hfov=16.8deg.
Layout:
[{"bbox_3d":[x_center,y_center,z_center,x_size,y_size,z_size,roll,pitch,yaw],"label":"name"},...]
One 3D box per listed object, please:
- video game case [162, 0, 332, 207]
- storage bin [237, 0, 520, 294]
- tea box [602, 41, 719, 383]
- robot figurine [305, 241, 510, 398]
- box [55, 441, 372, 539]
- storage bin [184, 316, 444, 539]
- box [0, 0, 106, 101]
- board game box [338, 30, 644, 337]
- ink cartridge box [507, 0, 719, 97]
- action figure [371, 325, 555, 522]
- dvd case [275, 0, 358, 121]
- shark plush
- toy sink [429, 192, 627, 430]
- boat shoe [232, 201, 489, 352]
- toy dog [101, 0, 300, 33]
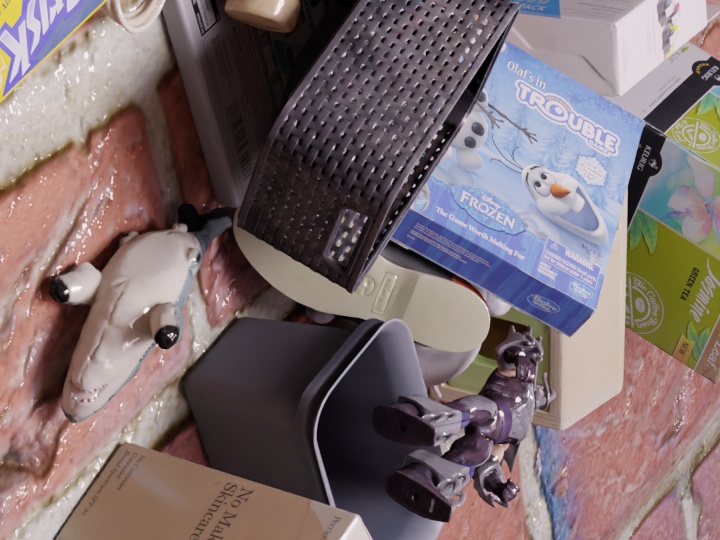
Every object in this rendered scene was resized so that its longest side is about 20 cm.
[{"bbox_3d":[-0.065,-0.175,1.692,0.182,0.022,0.201,-48,136,-39],"label":"video game case"},{"bbox_3d":[0.012,-0.102,1.617,0.200,0.094,0.135,-56,174,-34],"label":"storage bin"},{"bbox_3d":[0.279,-0.053,2.051,0.134,0.196,0.200,-42,157,-44],"label":"tea box"},{"bbox_3d":[0.040,0.002,1.829,0.169,0.113,0.201,0,103,-21],"label":"robot figurine"},{"bbox_3d":[-0.090,0.191,1.607,0.095,0.199,0.078,-57,142,-30],"label":"box"},{"bbox_3d":[-0.031,0.118,1.738,0.146,0.134,0.201,-50,139,-37],"label":"storage bin"},{"bbox_3d":[-0.225,-0.142,1.413,0.200,0.064,0.070,-51,139,-37],"label":"box"},{"bbox_3d":[0.097,-0.080,1.768,0.043,0.199,0.199,-49,-164,47],"label":"board game box"},{"bbox_3d":[0.210,-0.218,2.020,0.200,0.115,0.068,-39,131,-46],"label":"ink cartridge box"},{"bbox_3d":[0.087,0.112,1.731,0.200,0.069,0.131,-22,117,-54],"label":"action figure"},{"bbox_3d":[-0.003,-0.179,1.683,0.200,0.018,0.143,-58,175,-27],"label":"dvd case"},{"bbox_3d":[-0.148,0.013,1.623,0.200,0.090,0.084,-71,174,-50],"label":"shark plush"},{"bbox_3d":[0.132,0.009,1.962,0.112,0.130,0.201,-27,123,-51],"label":"toy sink"},{"bbox_3d":[0.000,0.000,1.736,0.063,0.199,0.071,-105,-140,-78],"label":"boat shoe"},{"bbox_3d":[-0.072,-0.217,1.561,0.200,0.096,0.133,-9,102,-53],"label":"toy dog"}]
